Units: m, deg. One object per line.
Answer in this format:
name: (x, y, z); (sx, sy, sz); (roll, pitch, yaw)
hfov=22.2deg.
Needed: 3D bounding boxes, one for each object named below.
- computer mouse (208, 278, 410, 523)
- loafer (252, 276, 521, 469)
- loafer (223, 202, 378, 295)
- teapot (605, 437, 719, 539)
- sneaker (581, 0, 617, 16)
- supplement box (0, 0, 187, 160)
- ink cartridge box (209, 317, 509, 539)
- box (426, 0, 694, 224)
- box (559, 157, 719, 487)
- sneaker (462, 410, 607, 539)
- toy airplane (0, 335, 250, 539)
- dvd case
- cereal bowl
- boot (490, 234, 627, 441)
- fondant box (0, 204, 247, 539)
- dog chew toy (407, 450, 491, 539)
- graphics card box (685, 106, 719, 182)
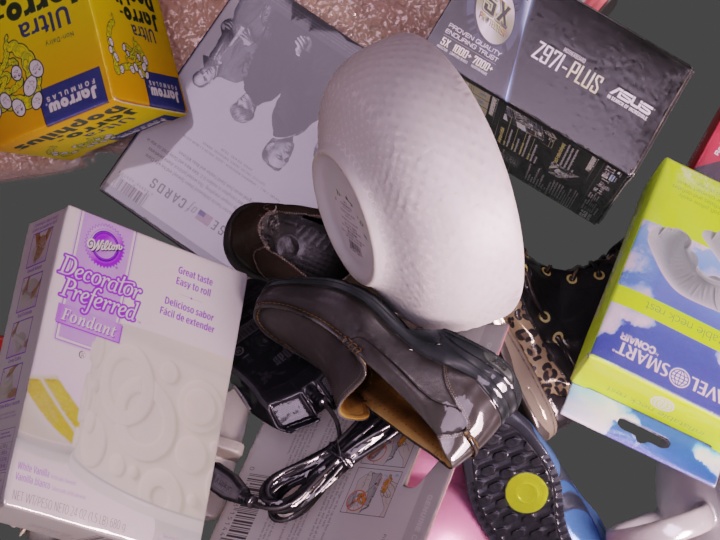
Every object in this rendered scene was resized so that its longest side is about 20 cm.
computer mouse: (-0.065, 0.096, 1.263); (0.140, 0.046, 0.200); (-39, 50, -18)
loafer: (0.004, 0.062, 1.192); (0.199, 0.073, 0.072); (21, 57, 31)
loafer: (0.000, 0.000, 1.321); (0.198, 0.071, 0.074); (13, 83, -12)
teapot: (0.297, 0.149, 1.271); (0.196, 0.146, 0.201); (28, 85, 5)
sneaker: (0.192, -0.286, 1.363); (0.086, 0.074, 0.201); (32, 85, 6)
supplement box: (-0.218, -0.194, 1.328); (0.108, 0.109, 0.202); (-19, 82, 22)
ink cartridge box: (0.006, 0.125, 1.257); (0.175, 0.045, 0.201); (3, 58, 37)
box: (0.128, -0.123, 1.280); (0.163, 0.200, 0.087); (31, 84, 5)
box: (0.224, 0.032, 1.247); (0.121, 0.048, 0.201); (25, 59, 2)
sneaker: (0.128, 0.171, 1.285); (0.066, 0.079, 0.201); (-27, 106, 14)
toy airplane: (-0.178, 0.108, 1.307); (0.199, 0.141, 0.201); (-27, 94, -38)
dvd case: (-0.078, -0.100, 1.372); (0.150, 0.025, 0.201); (34, 86, 5)
cereal bowl: (0.025, -0.049, 1.201); (0.083, 0.200, 0.202); (-21, 83, -18)
boot: (0.142, 0.006, 1.306); (0.150, 0.073, 0.202); (-23, 91, -20)
fondant box: (-0.162, 0.077, 1.201); (0.143, 0.058, 0.202); (22, 65, -31)
dog chew toy: (0.040, 0.198, 1.289); (0.123, 0.125, 0.202); (6, 71, 2)
graphics card box: (0.326, -0.030, 1.340); (0.199, 0.051, 0.126); (31, 84, 4)
